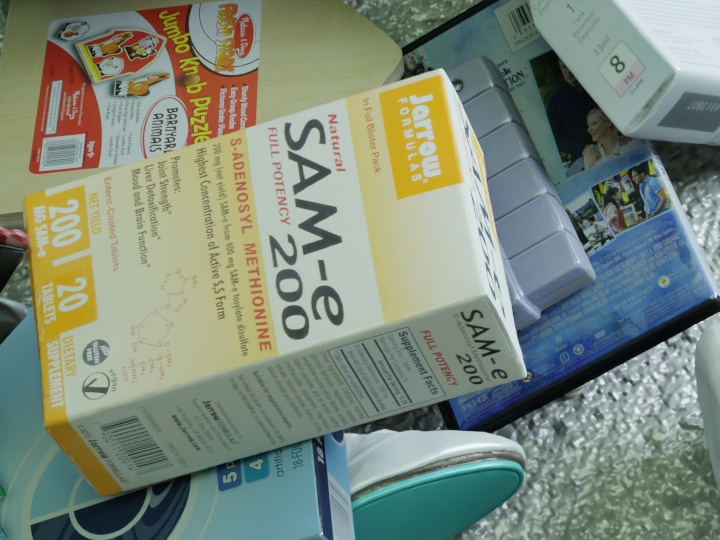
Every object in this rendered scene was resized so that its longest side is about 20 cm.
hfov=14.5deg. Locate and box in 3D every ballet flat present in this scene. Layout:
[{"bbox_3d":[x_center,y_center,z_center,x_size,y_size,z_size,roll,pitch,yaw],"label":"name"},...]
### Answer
[{"bbox_3d":[-0.023,0.113,1.297,0.200,0.069,0.069,-29,64,-4],"label":"ballet flat"}]

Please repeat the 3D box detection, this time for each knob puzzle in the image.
[{"bbox_3d":[-0.077,-0.082,1.369,0.220,0.030,0.220,-6,40,5],"label":"knob puzzle"}]

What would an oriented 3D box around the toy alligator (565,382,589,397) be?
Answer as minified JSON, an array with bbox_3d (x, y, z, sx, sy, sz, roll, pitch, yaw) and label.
[{"bbox_3d":[0.107,-0.041,1.362,0.059,0.054,0.200,2,63,8],"label":"toy alligator"}]

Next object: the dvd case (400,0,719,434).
[{"bbox_3d":[0.072,-0.034,1.338,0.143,0.018,0.200,-30,63,15],"label":"dvd case"}]

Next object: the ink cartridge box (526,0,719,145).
[{"bbox_3d":[0.128,-0.143,1.359,0.200,0.163,0.057,50,119,28],"label":"ink cartridge box"}]

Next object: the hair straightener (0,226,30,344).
[{"bbox_3d":[-0.201,0.057,1.273,0.041,0.200,0.077,15,54,-27],"label":"hair straightener"}]

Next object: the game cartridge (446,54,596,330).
[{"bbox_3d":[0.000,0.000,1.332,0.200,0.038,0.130,-30,58,13],"label":"game cartridge"}]

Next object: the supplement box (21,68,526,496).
[{"bbox_3d":[-0.039,0.006,1.227,0.200,0.074,0.126,-17,54,9],"label":"supplement box"}]

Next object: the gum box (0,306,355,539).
[{"bbox_3d":[-0.106,0.084,1.288,0.200,0.045,0.170,-18,54,16],"label":"gum box"}]

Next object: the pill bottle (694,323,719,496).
[{"bbox_3d":[0.257,0.061,1.259,0.200,0.116,0.116,-12,62,0],"label":"pill bottle"}]
